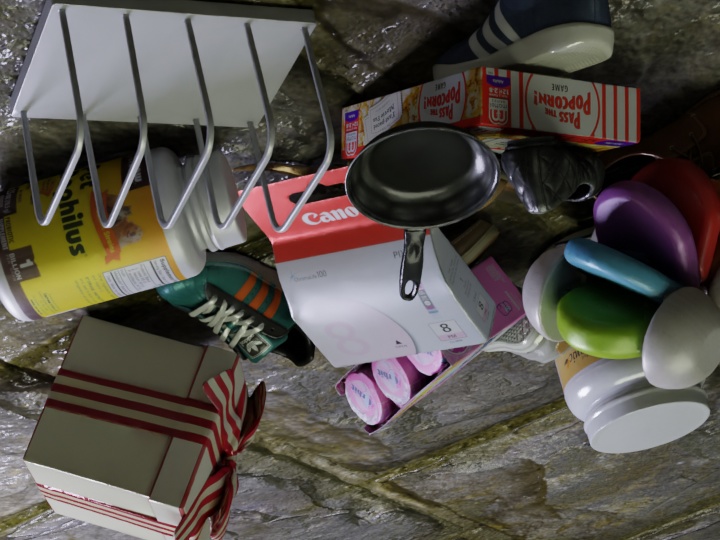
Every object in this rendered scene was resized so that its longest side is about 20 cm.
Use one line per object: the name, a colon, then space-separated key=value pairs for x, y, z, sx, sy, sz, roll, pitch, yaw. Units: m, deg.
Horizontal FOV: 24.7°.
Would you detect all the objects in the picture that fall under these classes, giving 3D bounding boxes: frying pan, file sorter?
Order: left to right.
file sorter: x=-0.137 y=-0.108 z=1.202 sx=0.199 sy=0.125 sz=0.139 roll=1 pitch=150 yaw=-25
frying pan: x=0.057 y=-0.051 z=1.238 sx=0.115 sy=0.031 sz=0.190 roll=-14 pitch=143 yaw=13

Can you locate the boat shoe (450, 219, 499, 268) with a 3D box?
boat shoe: x=0.041 y=0.007 z=1.567 sx=0.200 sy=0.065 sz=0.072 roll=-37 pitch=173 yaw=3

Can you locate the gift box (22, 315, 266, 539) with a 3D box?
gift box: x=-0.201 y=0.165 z=1.575 sx=0.186 sy=0.185 sz=0.200 roll=15 pitch=160 yaw=7

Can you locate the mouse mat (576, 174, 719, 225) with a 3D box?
mouse mat: x=0.309 y=-0.077 z=1.491 sx=0.161 sy=0.008 sz=0.200 roll=-16 pitch=179 yaw=-31

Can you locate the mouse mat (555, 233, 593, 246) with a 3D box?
mouse mat: x=0.283 y=-0.054 z=1.514 sx=0.200 sy=0.008 sz=0.161 roll=-19 pitch=178 yaw=16

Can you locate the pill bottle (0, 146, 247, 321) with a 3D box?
pill bottle: x=-0.198 y=-0.034 z=1.332 sx=0.199 sy=0.110 sz=0.109 roll=-16 pitch=154 yaw=3

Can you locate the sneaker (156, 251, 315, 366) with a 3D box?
sneaker: x=-0.110 y=0.040 z=1.549 sx=0.071 sy=0.080 sz=0.200 roll=-31 pitch=148 yaw=33

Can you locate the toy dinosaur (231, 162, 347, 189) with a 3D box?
toy dinosaur: x=0.001 y=-0.077 z=1.410 sx=0.199 sy=0.061 sz=0.106 roll=5 pitch=156 yaw=14

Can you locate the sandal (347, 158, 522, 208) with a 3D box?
sandal: x=0.077 y=-0.064 z=1.302 sx=0.200 sy=0.054 sz=0.080 roll=8 pitch=171 yaw=-43

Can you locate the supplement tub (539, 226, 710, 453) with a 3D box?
supplement tub: x=0.262 y=0.068 z=1.645 sx=0.144 sy=0.200 sz=0.145 roll=-11 pitch=153 yaw=-6

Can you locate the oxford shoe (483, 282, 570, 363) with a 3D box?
oxford shoe: x=0.160 y=0.053 z=1.629 sx=0.058 sy=0.075 sz=0.200 roll=20 pitch=179 yaw=-16

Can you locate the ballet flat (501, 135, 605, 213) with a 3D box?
ballet flat: x=0.144 y=-0.066 z=1.248 sx=0.066 sy=0.057 sz=0.200 roll=-5 pitch=177 yaw=19

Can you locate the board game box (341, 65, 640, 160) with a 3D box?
board game box: x=0.099 y=-0.116 z=1.299 sx=0.151 sy=0.046 sz=0.200 roll=4 pitch=174 yaw=-30

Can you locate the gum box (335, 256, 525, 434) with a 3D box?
gum box: x=0.064 y=0.077 z=1.590 sx=0.113 sy=0.066 sz=0.200 roll=-33 pitch=172 yaw=-34

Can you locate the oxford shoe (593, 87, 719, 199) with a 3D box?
oxford shoe: x=0.292 y=-0.105 z=1.444 sx=0.200 sy=0.071 sz=0.071 roll=-26 pitch=-170 yaw=21

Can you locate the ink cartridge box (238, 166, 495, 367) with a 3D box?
ink cartridge box: x=0.000 y=0.000 z=1.406 sx=0.162 sy=0.057 sz=0.200 roll=-11 pitch=140 yaw=31

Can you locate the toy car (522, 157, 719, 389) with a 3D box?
toy car: x=0.237 y=-0.011 z=1.326 sx=0.200 sy=0.175 sz=0.150 roll=-30 pitch=129 yaw=-34

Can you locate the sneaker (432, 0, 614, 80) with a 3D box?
sneaker: x=0.122 y=-0.187 z=1.240 sx=0.075 sy=0.085 sz=0.200 roll=3 pitch=174 yaw=-31
